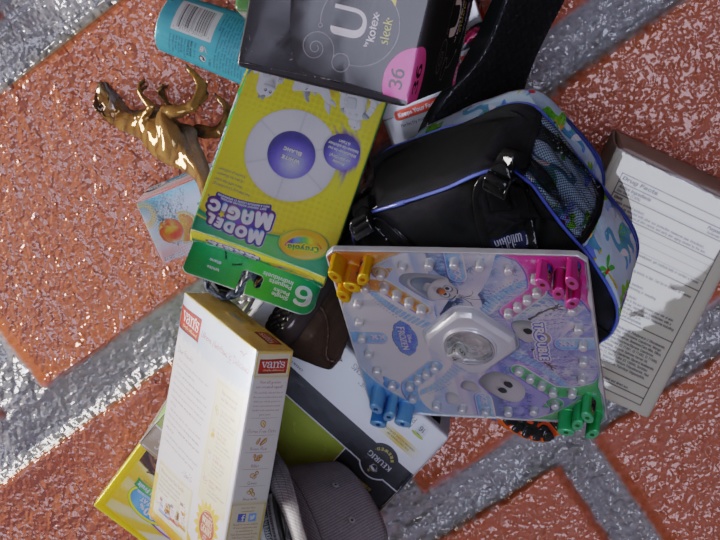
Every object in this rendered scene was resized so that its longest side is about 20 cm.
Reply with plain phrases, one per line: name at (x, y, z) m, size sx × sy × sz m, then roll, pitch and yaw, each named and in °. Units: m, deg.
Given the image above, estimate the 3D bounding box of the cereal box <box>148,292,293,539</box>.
cereal box at (-0.115, 0.134, 1.279) m, size 0.039 × 0.144 × 0.202 m, roll 3°, pitch 106°, yaw -31°

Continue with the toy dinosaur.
toy dinosaur at (-0.155, -0.111, 1.372) m, size 0.106 × 0.060 × 0.200 m, roll -48°, pitch 54°, yaw -2°

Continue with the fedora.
fedora at (-0.029, 0.232, 1.284) m, size 0.089 × 0.201 × 0.178 m, roll -11°, pitch 134°, yaw -18°

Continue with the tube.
tube at (-0.079, -0.181, 1.346) m, size 0.198 × 0.050 × 0.078 m, roll 22°, pitch 104°, yaw 16°

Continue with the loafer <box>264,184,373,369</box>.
loafer at (0.000, 0.000, 1.314) m, size 0.071 × 0.073 × 0.201 m, roll 43°, pitch 72°, yaw -17°

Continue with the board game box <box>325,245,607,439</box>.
board game box at (0.084, 0.060, 1.226) m, size 0.197 × 0.026 × 0.201 m, roll 2°, pitch 138°, yaw 16°

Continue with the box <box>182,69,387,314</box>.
box at (-0.058, -0.076, 1.250) m, size 0.116 × 0.048 × 0.202 m, roll 19°, pitch 80°, yaw -1°

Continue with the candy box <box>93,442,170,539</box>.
candy box at (-0.145, 0.242, 1.501) m, size 0.199 × 0.026 × 0.103 m, roll 37°, pitch 108°, yaw -5°

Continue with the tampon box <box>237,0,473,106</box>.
tampon box at (0.009, -0.210, 1.128) m, size 0.125 × 0.200 × 0.152 m, roll 14°, pitch 103°, yaw 9°

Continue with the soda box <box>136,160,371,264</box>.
soda box at (-0.092, -0.075, 1.392) m, size 0.198 × 0.068 × 0.064 m, roll -21°, pitch 102°, yaw 9°

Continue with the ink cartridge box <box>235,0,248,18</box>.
ink cartridge box at (-0.013, -0.295, 1.286) m, size 0.144 × 0.084 × 0.203 m, roll 7°, pitch 88°, yaw 10°

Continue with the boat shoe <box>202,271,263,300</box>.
boat shoe at (-0.075, -0.072, 1.302) m, size 0.070 × 0.091 × 0.202 m, roll 18°, pitch 106°, yaw 10°

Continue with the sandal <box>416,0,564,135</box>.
sandal at (0.106, -0.173, 1.291) m, size 0.074 × 0.045 × 0.201 m, roll 12°, pitch 117°, yaw -35°

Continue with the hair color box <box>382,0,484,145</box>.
hair color box at (0.075, -0.143, 1.364) m, size 0.110 × 0.064 × 0.202 m, roll -18°, pitch 103°, yaw 10°

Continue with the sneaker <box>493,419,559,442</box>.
sneaker at (0.092, 0.089, 1.396) m, size 0.199 × 0.078 × 0.076 m, roll 33°, pitch 87°, yaw -19°

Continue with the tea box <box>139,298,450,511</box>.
tea box at (-0.053, 0.130, 1.408) m, size 0.200 × 0.134 × 0.197 m, roll 42°, pitch 103°, yaw -6°

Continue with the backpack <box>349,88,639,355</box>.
backpack at (0.119, -0.032, 1.243) m, size 0.182 × 0.148 × 0.200 m, roll -19°, pitch 124°, yaw 40°

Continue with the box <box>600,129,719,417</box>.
box at (0.232, 0.000, 1.363) m, size 0.127 × 0.109 × 0.202 m, roll 25°, pitch 105°, yaw 0°
